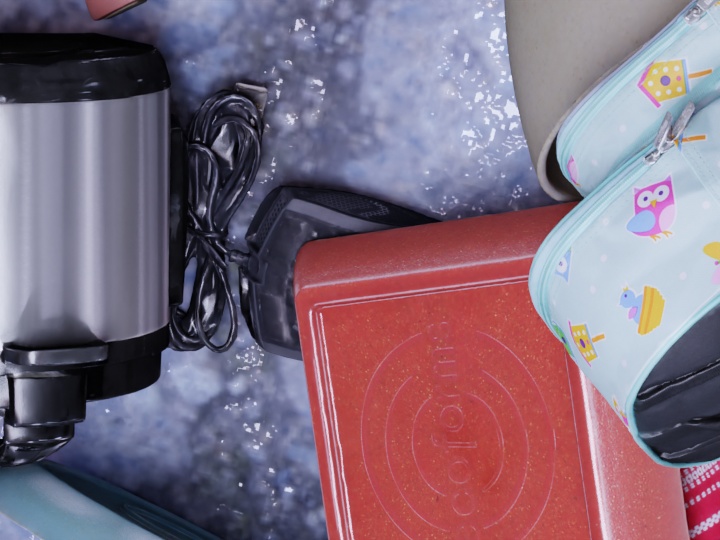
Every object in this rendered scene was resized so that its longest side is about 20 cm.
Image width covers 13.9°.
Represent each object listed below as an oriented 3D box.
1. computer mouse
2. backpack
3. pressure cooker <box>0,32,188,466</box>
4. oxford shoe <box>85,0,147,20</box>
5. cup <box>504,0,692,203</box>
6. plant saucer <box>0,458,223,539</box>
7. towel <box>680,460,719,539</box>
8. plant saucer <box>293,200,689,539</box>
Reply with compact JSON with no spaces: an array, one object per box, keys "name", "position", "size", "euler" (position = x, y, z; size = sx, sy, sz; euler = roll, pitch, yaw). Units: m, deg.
[{"name":"computer mouse","position":[0.000,0.000,1.442],"size":[0.199,0.053,0.139],"euler":[21,108,15]},{"name":"backpack","position":[0.164,-0.020,1.211],"size":[0.200,0.176,0.153],"euler":[-47,64,6]},{"name":"pressure cooker","position":[-0.175,-0.010,1.392],"size":[0.178,0.176,0.201],"euler":[3,99,17]},{"name":"oxford shoe","position":[-0.059,-0.194,1.388],"size":[0.199,0.070,0.075],"euler":[-29,93,13]},{"name":"cup","position":[0.142,-0.141,1.325],"size":[0.200,0.200,0.144],"euler":[-30,69,14]},{"name":"plant saucer","position":[-0.090,0.137,1.415],"size":[0.200,0.200,0.028],"euler":[27,89,0]},{"name":"towel","position":[0.102,0.082,1.349],"size":[0.144,0.022,0.201],"euler":[-31,75,30]},{"name":"plant saucer","position":[0.050,0.077,1.348],"size":[0.199,0.037,0.201],"euler":[-8,90,39]}]
